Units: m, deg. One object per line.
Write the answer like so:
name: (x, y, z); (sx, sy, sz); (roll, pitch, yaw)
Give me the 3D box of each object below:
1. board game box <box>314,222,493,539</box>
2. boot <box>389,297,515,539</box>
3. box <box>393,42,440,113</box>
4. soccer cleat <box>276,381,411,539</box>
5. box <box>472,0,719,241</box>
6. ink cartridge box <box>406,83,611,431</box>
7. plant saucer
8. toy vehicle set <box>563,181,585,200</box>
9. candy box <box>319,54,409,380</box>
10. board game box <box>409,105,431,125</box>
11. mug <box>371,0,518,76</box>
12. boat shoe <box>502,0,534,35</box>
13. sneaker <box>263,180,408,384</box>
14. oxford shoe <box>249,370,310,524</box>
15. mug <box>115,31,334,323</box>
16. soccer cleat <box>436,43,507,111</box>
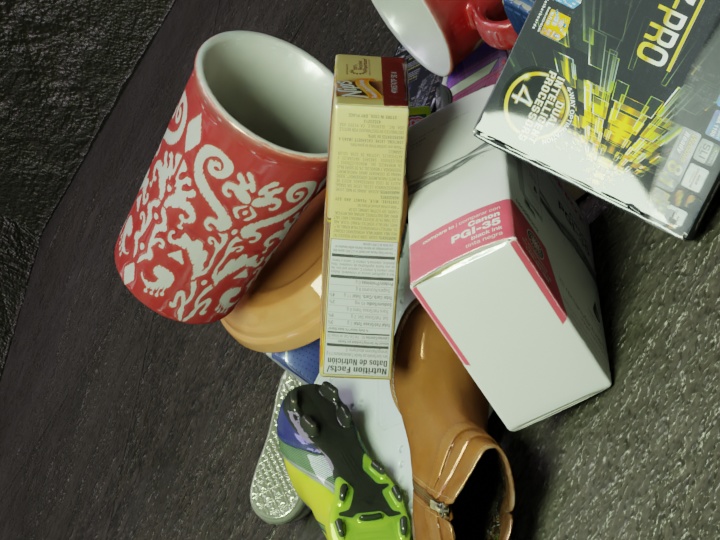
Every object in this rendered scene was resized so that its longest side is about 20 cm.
board game box: (0.040, 0.093, 1.561); (0.201, 0.026, 0.200); (-62, 37, 14)
boot: (0.064, 0.115, 1.387); (0.155, 0.076, 0.202); (168, 106, -82)
box: (0.061, -0.160, 1.944); (0.161, 0.043, 0.200); (-69, 16, -12)
soccer cleat: (-0.012, 0.176, 1.539); (0.084, 0.064, 0.201); (100, 152, -46)
box: (0.186, -0.142, 1.306); (0.201, 0.160, 0.049); (-63, -13, 6)
ink cartridge box: (0.099, -0.014, 1.393); (0.082, 0.147, 0.201); (-26, 31, 18)
plant saucer: (-0.049, -0.029, 1.651); (0.199, 0.037, 0.201); (-26, 45, 29)
toy vehicle set: (0.168, -0.137, 1.582); (0.124, 0.026, 0.201); (-38, 32, 53)
candy box: (0.002, -0.038, 1.410); (0.116, 0.055, 0.202); (-88, 1, -67)
board game box: (-0.001, -0.077, 1.823); (0.200, 0.101, 0.048); (114, 147, -63)
mug: (0.124, -0.257, 1.667); (0.199, 0.178, 0.134); (-36, -19, -11)
boat shoe: (0.182, -0.175, 1.493); (0.072, 0.072, 0.200); (-40, 39, -10)
sneaker: (0.000, -0.001, 1.662); (0.115, 0.080, 0.201); (2, 62, 54)
oxford shoe: (-0.043, 0.138, 1.826); (0.201, 0.075, 0.058); (-68, -20, -13)
mug: (-0.084, -0.060, 1.553); (0.200, 0.176, 0.134); (-56, 34, 36)
soccer cleat: (0.102, -0.148, 1.722); (0.068, 0.073, 0.201); (82, -172, -50)
